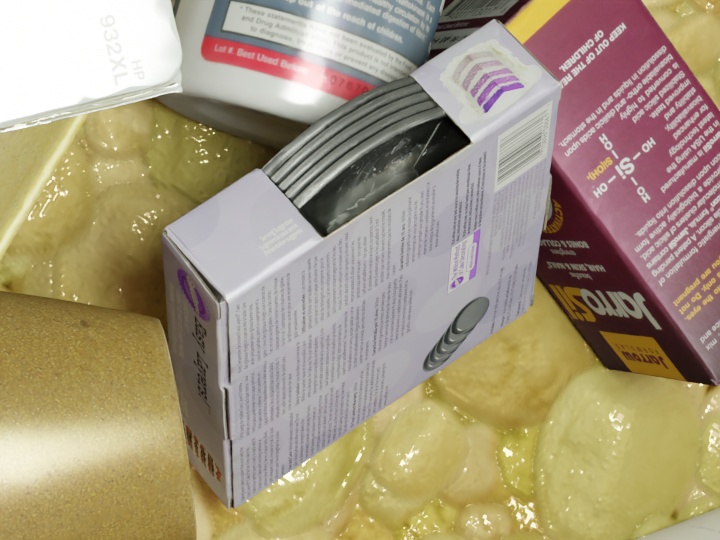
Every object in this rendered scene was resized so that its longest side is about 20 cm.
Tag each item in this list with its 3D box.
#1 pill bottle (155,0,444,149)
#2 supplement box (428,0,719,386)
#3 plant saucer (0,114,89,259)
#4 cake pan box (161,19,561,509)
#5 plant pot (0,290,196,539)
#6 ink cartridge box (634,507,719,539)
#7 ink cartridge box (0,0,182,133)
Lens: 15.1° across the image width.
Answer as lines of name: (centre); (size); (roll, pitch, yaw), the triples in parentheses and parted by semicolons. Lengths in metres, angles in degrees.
pill bottle: (-0.013, -0.158, 1.222); (0.119, 0.120, 0.201); (18, 85, -23)
supplement box: (0.115, -0.049, 1.287); (0.086, 0.110, 0.200); (-43, 107, -17)
plant saucer: (-0.219, -0.095, 1.170); (0.200, 0.048, 0.200); (35, 77, -21)
cake pan box: (0.000, 0.000, 1.200); (0.184, 0.200, 0.052); (-35, 66, -19)
plant pot: (-0.169, 0.082, 1.066); (0.199, 0.186, 0.187); (-8, 95, -8)
ink cartridge box: (0.247, 0.176, 1.367); (0.199, 0.083, 0.147); (-17, 98, -23)
ink cartridge box: (-0.154, -0.128, 1.063); (0.083, 0.200, 0.146); (-16, 98, -23)
